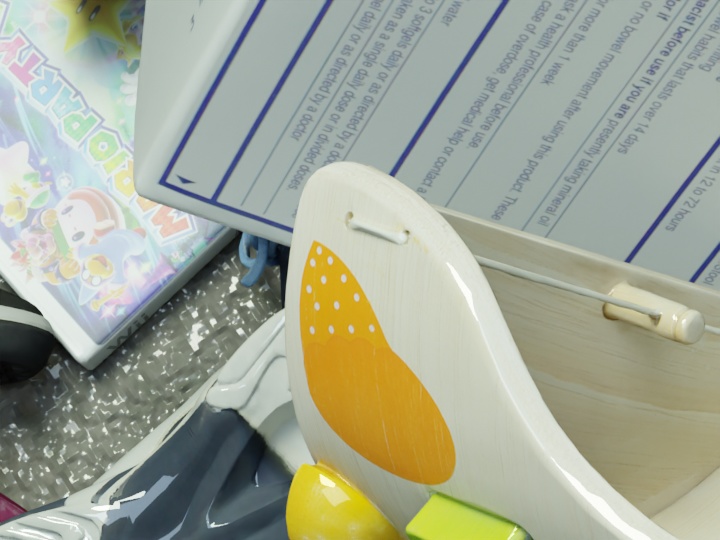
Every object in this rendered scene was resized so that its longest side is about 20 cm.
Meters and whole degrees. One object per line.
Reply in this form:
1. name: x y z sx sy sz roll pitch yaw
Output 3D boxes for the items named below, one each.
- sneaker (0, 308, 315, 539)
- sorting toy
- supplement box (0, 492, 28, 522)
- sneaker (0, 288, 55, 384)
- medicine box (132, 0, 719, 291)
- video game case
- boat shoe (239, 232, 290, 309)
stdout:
1. sneaker: -0.046 0.081 0.783 0.080 0.130 0.199 45 99 12
2. sorting toy: 0.092 0.069 0.651 0.180 0.199 0.107 32 102 47
3. supplement box: -0.205 0.081 0.791 0.200 0.103 0.131 35 81 -28
4. sneaker: -0.188 -0.026 0.882 0.199 0.072 0.083 19 80 12
5. medicine box: 0.060 -0.084 0.742 0.199 0.182 0.103 18 44 -18
6. video game case: -0.066 -0.085 0.905 0.200 0.018 0.143 -43 76 -2
7. boat shoe: 0.000 0.000 0.837 0.069 0.084 0.200 -41 82 11
